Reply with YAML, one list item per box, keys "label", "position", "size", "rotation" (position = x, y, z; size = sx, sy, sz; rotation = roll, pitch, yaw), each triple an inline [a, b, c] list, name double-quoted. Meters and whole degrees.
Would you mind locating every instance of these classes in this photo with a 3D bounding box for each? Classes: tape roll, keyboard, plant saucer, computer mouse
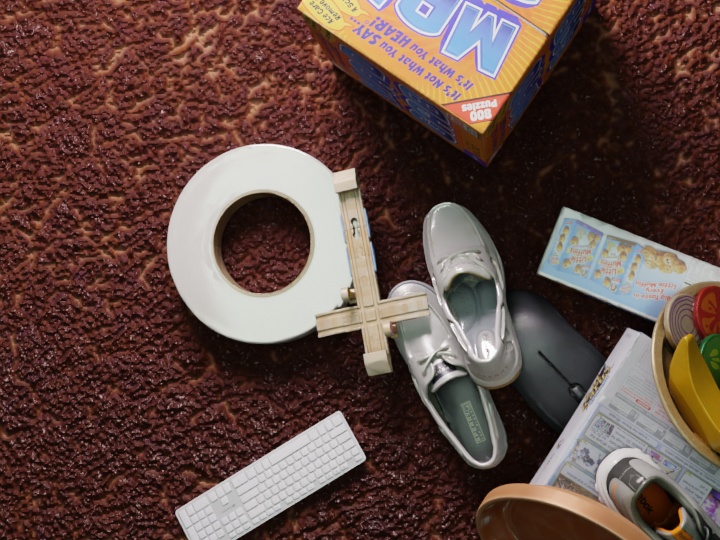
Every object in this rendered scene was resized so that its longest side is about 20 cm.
- label: "tape roll"
  position: [-0.095, -0.025, 1.201]
  size: [0.200, 0.037, 0.205]
  rotation: [-1, 85, 7]
- label: "keyboard"
  position: [-0.091, 0.216, 1.196]
  size: [0.199, 0.011, 0.057]
  rotation: [-32, 83, 4]
- label: "plant saucer"
  position: [0.199, 0.257, 1.075]
  size: [0.199, 0.201, 0.032]
  rotation: [30, 58, 8]
- label: "computer mouse"
  position: [0.196, 0.095, 1.147]
  size: [0.200, 0.053, 0.139]
  rotation: [40, 92, 8]

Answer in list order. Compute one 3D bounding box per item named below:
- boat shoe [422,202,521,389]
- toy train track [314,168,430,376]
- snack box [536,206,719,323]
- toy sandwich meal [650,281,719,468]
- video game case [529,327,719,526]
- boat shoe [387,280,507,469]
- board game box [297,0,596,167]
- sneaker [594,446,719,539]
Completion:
- label: "boat shoe"
  position: [0.104, 0.010, 1.129]
  size: [0.070, 0.069, 0.202]
  rotation: [-22, 60, 7]
- label: "toy train track"
  position: [0.000, 0.000, 1.146]
  size: [0.113, 0.033, 0.202]
  rotation: [-12, 81, 13]
- label: "snack box"
  position: [0.276, 0.008, 1.157]
  size: [0.198, 0.024, 0.073]
  rotation: [22, 90, 8]
- label: "toy sandwich meal"
  position: [0.352, 0.096, 1.061]
  size: [0.203, 0.070, 0.207]
  rotation: [9, 64, -20]
- label: "video game case"
  position: [0.285, 0.184, 1.111]
  size: [0.199, 0.045, 0.182]
  rotation: [33, 90, -6]
- label: "boat shoe"
  position: [0.082, 0.101, 1.154]
  size: [0.071, 0.066, 0.202]
  rotation: [-23, 83, 6]
- label: "board game box"
  position: [0.091, -0.246, 1.109]
  size: [0.199, 0.200, 0.201]
  rotation: [34, 91, 8]
- label: "sneaker"
  position: [0.289, 0.245, 1.054]
  size: [0.200, 0.079, 0.074]
  rotation: [44, 88, -8]
